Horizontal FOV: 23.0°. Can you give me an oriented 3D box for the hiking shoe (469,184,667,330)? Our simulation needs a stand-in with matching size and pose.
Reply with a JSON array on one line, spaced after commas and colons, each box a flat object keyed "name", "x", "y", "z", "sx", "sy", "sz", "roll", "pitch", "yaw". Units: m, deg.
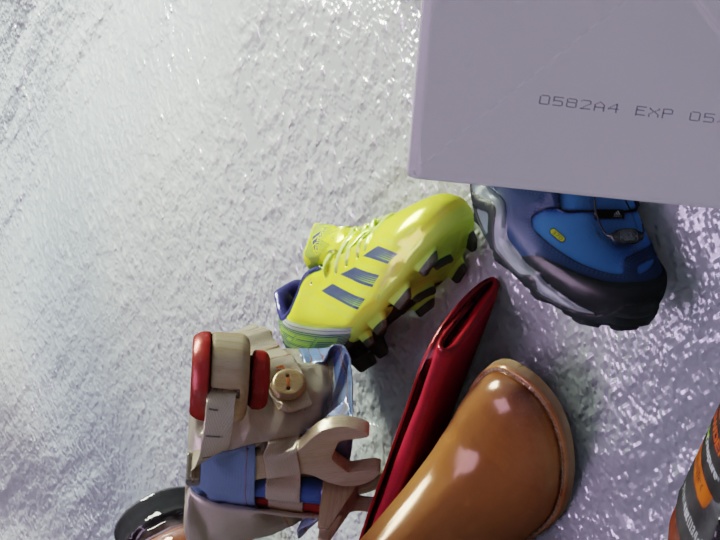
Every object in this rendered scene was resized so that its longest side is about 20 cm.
[{"name": "hiking shoe", "x": 0.089, "y": -0.065, "z": 0.824, "sx": 0.201, "sy": 0.074, "sz": 0.087, "roll": 65, "pitch": 146, "yaw": 31}]

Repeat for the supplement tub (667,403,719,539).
[{"name": "supplement tub", "x": 0.189, "y": 0.043, "z": 0.635, "sx": 0.107, "sy": 0.106, "sz": 0.201, "roll": 53, "pitch": 138, "yaw": 42}]

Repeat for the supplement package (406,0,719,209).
[{"name": "supplement package", "x": 0.102, "y": -0.123, "z": 0.627, "sx": 0.200, "sy": 0.150, "sz": 0.152, "roll": -73, "pitch": -12, "yaw": -71}]

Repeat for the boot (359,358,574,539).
[{"name": "boot", "x": 0.019, "y": 0.140, "z": 0.896, "sx": 0.077, "sy": 0.155, "sz": 0.201, "roll": 49, "pitch": 140, "yaw": 18}]

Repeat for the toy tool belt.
[{"name": "toy tool belt", "x": -0.036, "y": 0.088, "z": 0.995, "sx": 0.200, "sy": 0.122, "sz": 0.126, "roll": 103, "pitch": 168, "yaw": -64}]

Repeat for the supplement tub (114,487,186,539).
[{"name": "supplement tub", "x": -0.100, "y": 0.243, "z": 1.179, "sx": 0.201, "sy": 0.106, "sz": 0.107, "roll": 62, "pitch": 144, "yaw": 34}]

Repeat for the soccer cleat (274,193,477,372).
[{"name": "soccer cleat", "x": -0.001, "y": 0.000, "z": 1.001, "sx": 0.084, "sy": 0.064, "sz": 0.200, "roll": 58, "pitch": 148, "yaw": 10}]

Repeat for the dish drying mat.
[{"name": "dish drying mat", "x": 0.030, "y": 0.097, "z": 0.973, "sx": 0.018, "sy": 0.077, "sz": 0.201, "roll": 26, "pitch": 128, "yaw": 12}]
